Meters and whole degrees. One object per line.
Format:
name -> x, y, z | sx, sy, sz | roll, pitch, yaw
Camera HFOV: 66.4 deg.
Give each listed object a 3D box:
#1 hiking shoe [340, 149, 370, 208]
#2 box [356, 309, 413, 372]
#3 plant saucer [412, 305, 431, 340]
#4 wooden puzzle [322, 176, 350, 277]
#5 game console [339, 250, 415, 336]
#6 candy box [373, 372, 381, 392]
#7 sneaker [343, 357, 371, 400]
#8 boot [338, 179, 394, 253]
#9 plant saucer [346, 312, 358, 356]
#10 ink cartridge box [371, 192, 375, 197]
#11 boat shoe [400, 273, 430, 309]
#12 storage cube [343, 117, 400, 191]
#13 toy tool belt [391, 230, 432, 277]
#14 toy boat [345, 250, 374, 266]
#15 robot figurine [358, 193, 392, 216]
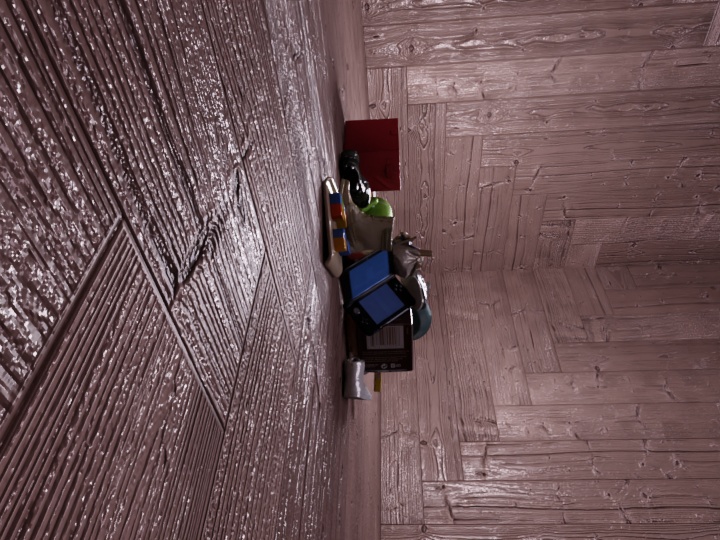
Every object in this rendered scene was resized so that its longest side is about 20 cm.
hiking shoe -> -0.024, -0.254, 1.644 | 0.101, 0.075, 0.201 | -77, 153, -44
box -> 0.076, 0.183, 1.667 | 0.200, 0.164, 0.166 | -83, 170, -64
plant saucer -> 0.131, 0.151, 1.791 | 0.036, 0.198, 0.202 | -49, 140, -57
wooden puzzle -> -0.053, -0.097, 1.290 | 0.185, 0.046, 0.202 | 68, 21, -79
game console -> 0.053, 0.052, 1.533 | 0.173, 0.199, 0.119 | 50, -32, 16
candy box -> 0.061, 0.304, 1.846 | 0.102, 0.026, 0.202 | 101, -8, -78
sneaker -> -0.006, 0.306, 1.555 | 0.200, 0.073, 0.117 | 70, 21, -72
boot -> 0.014, -0.147, 1.484 | 0.072, 0.153, 0.202 | -67, 155, -80
plant saucer -> -0.021, 0.163, 1.689 | 0.200, 0.032, 0.203 | -1, 90, -86
ink cartridge box -> 0.016, -0.215, 2.024 | 0.145, 0.082, 0.202 | -65, 153, -80
boat shoe -> 0.173, 0.059, 1.670 | 0.075, 0.061, 0.200 | -65, -159, 18
storage cube -> 0.041, -0.379, 1.816 | 0.172, 0.178, 0.201 | 83, 8, -50
toy tool belt -> 0.126, -0.060, 1.686 | 0.200, 0.122, 0.126 | 41, -27, 54
toy boat -> 0.000, 0.000, 1.648 | 0.131, 0.130, 0.200 | -60, 165, -17
robot figurine -> 0.049, -0.160, 1.828 | 0.176, 0.114, 0.201 | 70, 17, -49
